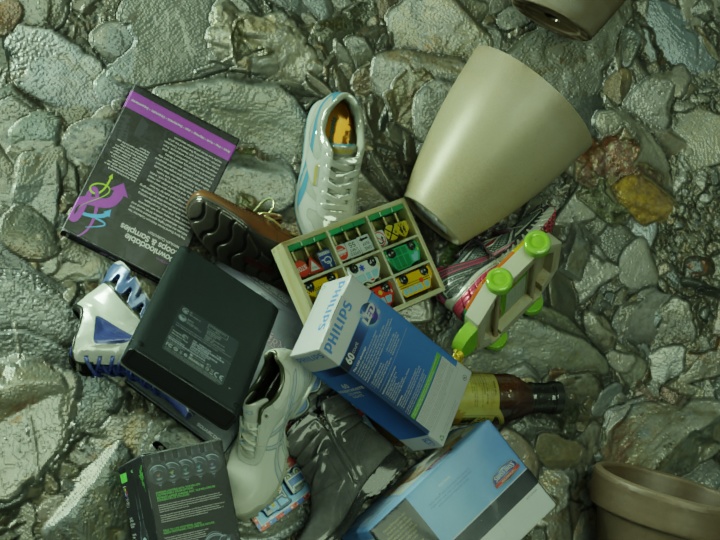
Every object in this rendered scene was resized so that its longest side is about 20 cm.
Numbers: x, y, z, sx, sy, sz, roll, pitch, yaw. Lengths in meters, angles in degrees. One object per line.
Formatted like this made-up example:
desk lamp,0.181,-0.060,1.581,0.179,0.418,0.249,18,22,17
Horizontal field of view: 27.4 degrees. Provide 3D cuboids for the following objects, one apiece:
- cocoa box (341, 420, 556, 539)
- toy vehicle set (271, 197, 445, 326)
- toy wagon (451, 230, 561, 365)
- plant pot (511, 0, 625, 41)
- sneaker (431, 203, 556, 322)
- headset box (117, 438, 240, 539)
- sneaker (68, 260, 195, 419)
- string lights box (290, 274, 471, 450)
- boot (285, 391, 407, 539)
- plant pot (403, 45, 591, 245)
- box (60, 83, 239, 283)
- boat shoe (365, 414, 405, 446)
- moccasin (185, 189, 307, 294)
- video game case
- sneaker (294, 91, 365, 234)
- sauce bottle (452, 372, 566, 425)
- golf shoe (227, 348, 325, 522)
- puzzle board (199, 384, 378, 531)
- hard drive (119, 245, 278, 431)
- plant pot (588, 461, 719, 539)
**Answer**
cocoa box,0.099,0.290,1.722,0.200,0.133,0.132,-40,91,-20
toy vehicle set,0.000,0.000,1.745,0.199,0.026,0.125,-22,85,-38
toy wagon,0.170,0.039,1.787,0.039,0.156,0.200,39,69,22
plant pot,0.284,-0.399,1.906,0.199,0.200,0.175,26,89,-10
sneaker,0.170,-0.024,1.841,0.075,0.081,0.200,40,61,22
headset box,-0.194,0.283,1.612,0.092,0.174,0.202,-9,82,-19
sneaker,-0.263,0.099,1.671,0.115,0.081,0.200,-34,74,-13
string lights box,0.026,0.106,1.674,0.200,0.059,0.103,39,59,-24
boot,-0.052,0.243,1.713,0.132,0.070,0.200,43,63,3
plant pot,0.150,-0.137,1.816,0.187,0.187,0.200,41,84,-5
box,-0.248,-0.100,1.748,0.142,0.036,0.201,27,71,-10
boat shoe,0.025,0.111,1.768,0.065,0.072,0.201,-18,76,-39
moccasin,-0.115,-0.037,1.746,0.200,0.074,0.078,26,36,-14
video game case,-0.160,0.094,1.735,0.142,0.019,0.201,36,72,1
sneaker,-0.034,-0.117,1.792,0.076,0.081,0.202,2,83,-18
sauce bottle,0.153,0.157,1.802,0.198,0.066,0.067,1,79,-15
golf shoe,-0.118,0.179,1.667,0.078,0.097,0.202,14,77,31
puzzle board,-0.080,0.189,1.750,0.199,0.017,0.151,-34,90,-21
hard drive,-0.174,0.070,1.645,0.139,0.033,0.201,34,35,-11
plant pot,0.355,0.341,1.780,0.198,0.200,0.176,13,94,-14
